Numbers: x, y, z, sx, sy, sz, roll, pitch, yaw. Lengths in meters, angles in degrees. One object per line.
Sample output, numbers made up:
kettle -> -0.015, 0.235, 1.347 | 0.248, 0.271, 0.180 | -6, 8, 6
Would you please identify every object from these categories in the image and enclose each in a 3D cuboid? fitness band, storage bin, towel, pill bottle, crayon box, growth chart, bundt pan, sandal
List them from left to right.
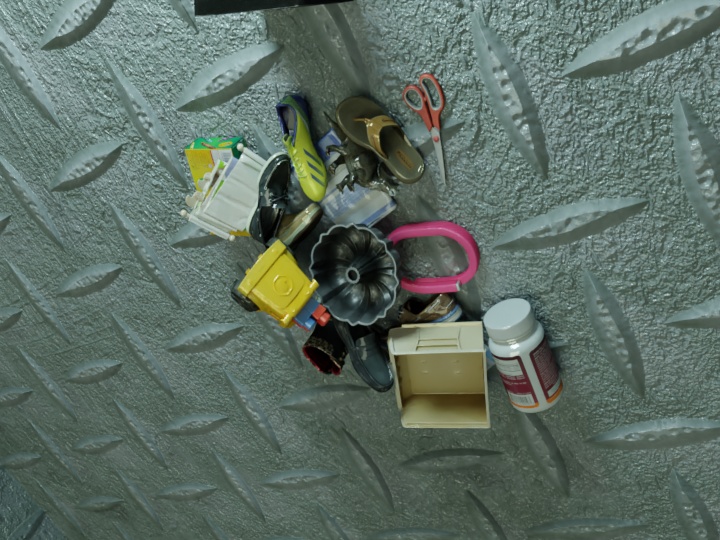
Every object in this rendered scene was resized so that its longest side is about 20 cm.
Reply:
crayon box -> -0.280, -0.173, 1.454 | 0.116, 0.059, 0.204 | 4, 123, 24
growth chart -> -0.256, -0.154, 1.394 | 0.144, 0.018, 0.201 | 36, 102, -29
towel -> -0.036, -0.163, 1.366 | 0.146, 0.024, 0.201 | -32, 104, 37
bundt pan -> 0.000, 0.000, 1.372 | 0.198, 0.075, 0.207 | 9, 109, 26
sandal -> 0.043, -0.235, 1.237 | 0.199, 0.081, 0.054 | 42, 174, -11
fitness band -> 0.136, -0.025, 1.369 | 0.196, 0.038, 0.146 | -4, 120, 27
storage bin -> 0.160, 0.213, 1.409 | 0.193, 0.095, 0.204 | -3, 124, 12
pill bottle -> 0.316, 0.165, 1.360 | 0.112, 0.115, 0.203 | -11, 117, 31

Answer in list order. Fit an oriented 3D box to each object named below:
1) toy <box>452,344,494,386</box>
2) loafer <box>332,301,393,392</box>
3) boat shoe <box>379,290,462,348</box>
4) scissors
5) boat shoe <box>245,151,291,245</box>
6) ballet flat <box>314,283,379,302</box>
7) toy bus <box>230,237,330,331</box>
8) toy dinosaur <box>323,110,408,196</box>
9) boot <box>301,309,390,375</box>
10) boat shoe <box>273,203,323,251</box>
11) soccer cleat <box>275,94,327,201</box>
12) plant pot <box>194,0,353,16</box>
toy -> 0.197, 0.219, 1.498 | 0.114, 0.047, 0.201 | 36, 130, -3
loafer -> 0.007, 0.155, 1.430 | 0.203, 0.067, 0.071 | 58, 149, 19
boat shoe -> 0.114, 0.097, 1.447 | 0.197, 0.072, 0.073 | -28, 103, 26
scissors -> 0.137, -0.246, 1.230 | 0.072, 0.014, 0.203 | -15, 113, 31
boat shoe -> -0.172, -0.135, 1.377 | 0.066, 0.073, 0.202 | 48, 125, 31
ballet flat -> -0.022, 0.027, 1.469 | 0.196, 0.069, 0.073 | -13, 98, 28
toy bus -> -0.148, 0.051, 1.381 | 0.191, 0.137, 0.200 | 39, 166, -4
toy dinosaur -> -0.008, -0.208, 1.291 | 0.202, 0.101, 0.077 | 57, 159, -3
boot -> -0.025, 0.169, 1.503 | 0.198, 0.151, 0.073 | 37, 130, -3
boat shoe -> -0.151, -0.088, 1.443 | 0.077, 0.071, 0.200 | 51, 133, 3
soccer cleat -> -0.116, -0.224, 1.303 | 0.063, 0.083, 0.205 | -4, 107, 31
plant pot -> -0.142, -0.502, 1.086 | 0.195, 0.200, 0.182 | 3, 113, 23
